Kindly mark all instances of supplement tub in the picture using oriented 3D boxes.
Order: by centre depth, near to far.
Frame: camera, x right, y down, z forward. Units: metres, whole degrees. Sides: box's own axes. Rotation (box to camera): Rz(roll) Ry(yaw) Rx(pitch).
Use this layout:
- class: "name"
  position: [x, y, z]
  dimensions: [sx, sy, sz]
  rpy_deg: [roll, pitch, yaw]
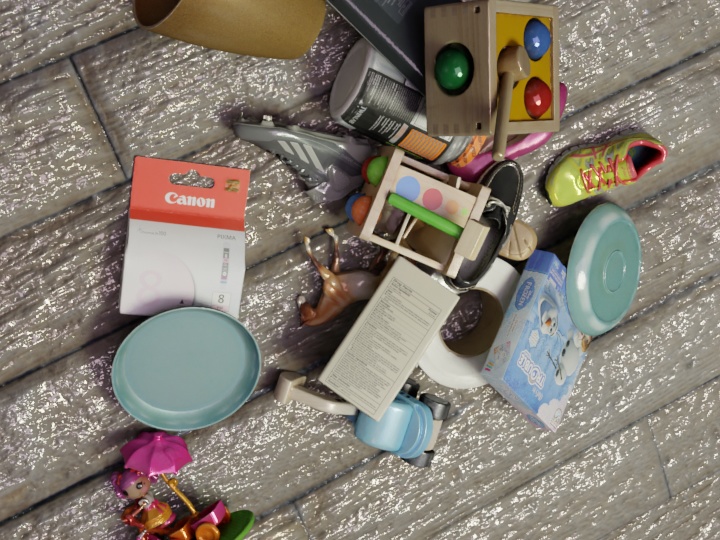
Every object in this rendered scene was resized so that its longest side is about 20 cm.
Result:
- class: "supplement tub"
  position: [0.068, -0.220, 1.368]
  dimensions: [0.198, 0.122, 0.124]
  rpy_deg: [22, 96, -23]

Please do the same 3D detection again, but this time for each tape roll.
- class: "tape roll"
  position: [0.148, 0.068, 1.495]
  dimensions: [0.200, 0.071, 0.205]
  rpy_deg: [-5, 105, -18]

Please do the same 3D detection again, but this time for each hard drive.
- class: "hard drive"
  position: [0.057, -0.333, 1.303]
  dimensions: [0.200, 0.033, 0.140]
  rpy_deg: [42, 61, -12]

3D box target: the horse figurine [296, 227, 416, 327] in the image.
- class: "horse figurine"
  position: [0.000, 0.000, 1.440]
  dimensions: [0.198, 0.050, 0.134]
  rpy_deg: [-13, 101, -13]

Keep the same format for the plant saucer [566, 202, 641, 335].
- class: "plant saucer"
  position: [0.372, 0.000, 1.530]
  dimensions: [0.199, 0.027, 0.203]
  rpy_deg: [-13, 107, -46]

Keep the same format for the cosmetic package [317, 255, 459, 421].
- class: "cosmetic package"
  position: [0.038, 0.093, 1.382]
  dimensions: [0.105, 0.071, 0.201]
  rpy_deg: [35, 85, 5]

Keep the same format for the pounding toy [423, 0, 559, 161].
- class: "pounding toy"
  position: [0.167, -0.231, 1.247]
  dimensions: [0.199, 0.141, 0.187]
  rpy_deg: [-11, 102, -47]

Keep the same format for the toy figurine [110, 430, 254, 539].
- class: "toy figurine"
  position: [-0.275, 0.313, 1.402]
  dimensions: [0.199, 0.150, 0.185]
  rpy_deg: [-28, 98, 16]

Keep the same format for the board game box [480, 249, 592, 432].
- class: "board game box"
  position: [0.268, 0.106, 1.489]
  dimensions: [0.200, 0.043, 0.201]
  rpy_deg: [42, 68, -46]

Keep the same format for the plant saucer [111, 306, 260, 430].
- class: "plant saucer"
  position: [-0.233, 0.128, 1.370]
  dimensions: [0.198, 0.028, 0.202]
  rpy_deg: [-8, 124, -12]

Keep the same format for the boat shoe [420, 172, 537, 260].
- class: "boat shoe"
  position: [0.157, -0.076, 1.464]
  dimensions: [0.199, 0.069, 0.074]
  rpy_deg: [32, 94, -2]

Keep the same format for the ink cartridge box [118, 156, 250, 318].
- class: "ink cartridge box"
  position: [-0.231, -0.038, 1.352]
  dimensions: [0.161, 0.057, 0.202]
  rpy_deg: [5, 106, -20]

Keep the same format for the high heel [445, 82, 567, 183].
- class: "high heel"
  position: [0.208, -0.201, 1.452]
  dimensions: [0.096, 0.068, 0.200]
  rpy_deg: [33, 105, -33]

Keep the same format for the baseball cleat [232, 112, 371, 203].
- class: "baseball cleat"
  position: [-0.079, -0.146, 1.365]
  dimensions: [0.198, 0.070, 0.108]
  rpy_deg: [8, 100, -20]

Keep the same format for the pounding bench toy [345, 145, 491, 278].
- class: "pounding bench toy"
  position: [0.072, -0.079, 1.318]
  dimensions: [0.154, 0.200, 0.125]
  rpy_deg: [22, 94, -11]

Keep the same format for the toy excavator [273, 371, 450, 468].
- class: "toy excavator"
  position: [0.001, 0.197, 1.452]
  dimensions: [0.199, 0.193, 0.101]
  rpy_deg: [12, 101, -49]

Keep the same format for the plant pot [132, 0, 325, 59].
- class: "plant pot"
  position: [-0.146, -0.340, 1.248]
  dimensions: [0.199, 0.186, 0.188]
  rpy_deg: [22, 96, -36]

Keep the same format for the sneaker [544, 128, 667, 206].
- class: "sneaker"
  position: [0.363, -0.152, 1.504]
  dimensions: [0.198, 0.090, 0.079]
  rpy_deg: [-29, 112, -9]

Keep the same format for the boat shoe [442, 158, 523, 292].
- class: "boat shoe"
  position: [0.173, -0.065, 1.392]
  dimensions: [0.073, 0.060, 0.201]
  rpy_deg: [31, 80, -5]
